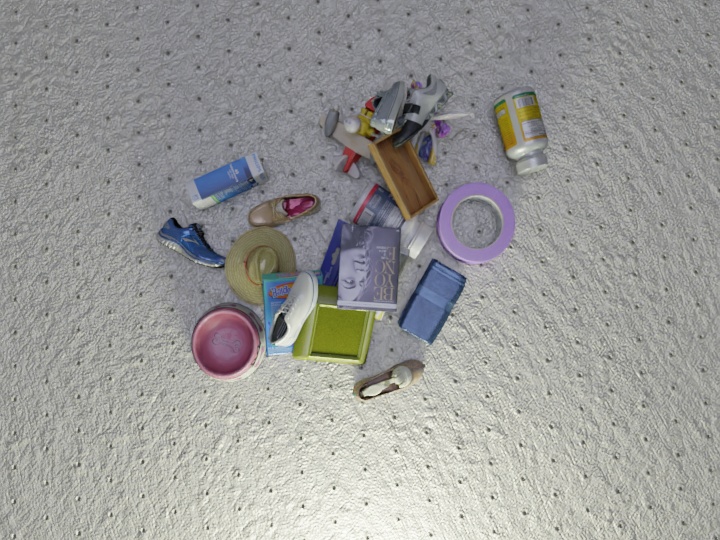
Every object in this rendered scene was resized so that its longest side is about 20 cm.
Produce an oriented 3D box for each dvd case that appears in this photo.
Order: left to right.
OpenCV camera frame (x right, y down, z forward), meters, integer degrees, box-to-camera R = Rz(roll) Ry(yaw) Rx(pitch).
[{"bbox_3d":[0.021,-0.006,1.561,0.145,0.016,0.205,4,87,-2],"label":"dvd case"}]

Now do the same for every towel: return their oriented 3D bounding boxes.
[{"bbox_3d":[0.185,0.082,1.670,0.110,0.049,0.203,30,85,2],"label":"towel"}]

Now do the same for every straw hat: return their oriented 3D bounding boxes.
[{"bbox_3d":[-0.245,-0.013,1.630,0.196,0.085,0.207,0,89,-17],"label":"straw hat"}]

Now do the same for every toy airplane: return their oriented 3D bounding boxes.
[{"bbox_3d":[-0.012,-0.340,1.650,0.196,0.141,0.204,-12,72,18],"label":"toy airplane"}]

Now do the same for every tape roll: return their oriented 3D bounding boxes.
[{"bbox_3d":[0.297,-0.121,1.678,0.195,0.066,0.206,0,86,-2],"label":"tape roll"}]

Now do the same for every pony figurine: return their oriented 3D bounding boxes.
[{"bbox_3d":[0.172,-0.376,1.649,0.190,0.166,0.205,-6,117,-36],"label":"pony figurine"}]

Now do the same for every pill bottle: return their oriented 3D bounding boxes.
[{"bbox_3d":[0.080,-0.123,1.648,0.198,0.120,0.121,34,86,1],"label":"pill bottle"},{"bbox_3d":[0.420,-0.357,1.673,0.110,0.113,0.205,-15,86,-2],"label":"pill bottle"}]

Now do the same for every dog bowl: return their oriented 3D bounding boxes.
[{"bbox_3d":[-0.339,0.183,1.643,0.195,0.074,0.206,0,86,0],"label":"dog bowl"}]

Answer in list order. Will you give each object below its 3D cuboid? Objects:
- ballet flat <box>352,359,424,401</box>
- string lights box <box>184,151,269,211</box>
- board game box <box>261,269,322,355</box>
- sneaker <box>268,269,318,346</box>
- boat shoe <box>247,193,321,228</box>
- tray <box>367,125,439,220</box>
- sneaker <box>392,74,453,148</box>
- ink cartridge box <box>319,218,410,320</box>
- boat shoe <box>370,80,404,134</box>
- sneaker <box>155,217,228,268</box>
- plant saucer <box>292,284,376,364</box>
[{"bbox_3d":[0.074,0.285,1.643,0.196,0.067,0.069,-25,87,-3],"label":"ballet flat"},{"bbox_3d":[-0.338,-0.226,1.658,0.196,0.103,0.060,-25,86,-3],"label":"string lights box"},{"bbox_3d":[-0.167,0.105,1.616,0.148,0.045,0.205,-3,110,-11],"label":"board game box"},{"bbox_3d":[-0.160,0.095,1.539,0.072,0.070,0.204,28,106,25],"label":"sneaker"},{"bbox_3d":[-0.200,-0.161,1.672,0.195,0.069,0.075,-17,86,-2],"label":"boat shoe"},{"bbox_3d":[0.105,-0.237,1.579,0.098,0.037,0.203,-32,99,-24],"label":"tray"},{"bbox_3d":[0.127,-0.379,1.537,0.088,0.074,0.201,43,77,-10],"label":"sneaker"},{"bbox_3d":[0.000,0.000,1.632,0.196,0.047,0.201,22,117,-1],"label":"ink cartridge box"},{"bbox_3d":[0.063,-0.408,1.579,0.070,0.071,0.203,16,44,-1],"label":"boat shoe"},{"bbox_3d":[-0.423,-0.072,1.659,0.197,0.079,0.091,29,88,2],"label":"sneaker"},{"bbox_3d":[-0.057,0.145,1.606,0.195,0.048,0.204,7,107,-16],"label":"plant saucer"}]
